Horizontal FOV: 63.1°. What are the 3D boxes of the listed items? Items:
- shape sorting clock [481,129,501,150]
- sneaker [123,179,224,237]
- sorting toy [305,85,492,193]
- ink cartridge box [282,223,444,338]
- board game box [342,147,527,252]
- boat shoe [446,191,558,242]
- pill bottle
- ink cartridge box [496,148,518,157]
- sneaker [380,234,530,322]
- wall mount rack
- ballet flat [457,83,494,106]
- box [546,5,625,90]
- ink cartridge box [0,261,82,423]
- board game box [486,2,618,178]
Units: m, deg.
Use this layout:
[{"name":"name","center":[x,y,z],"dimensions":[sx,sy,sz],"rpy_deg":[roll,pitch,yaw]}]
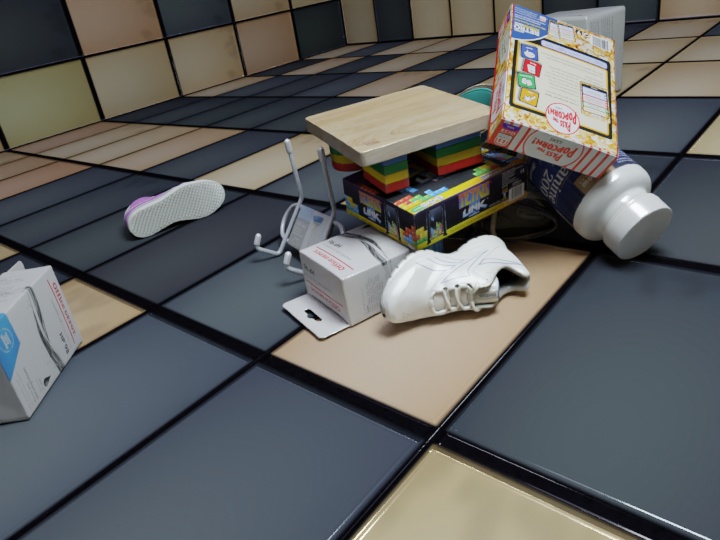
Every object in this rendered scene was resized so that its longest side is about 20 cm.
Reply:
[{"name":"shape sorting clock","center":[0.269,-0.228,0.879],"dimensions":[0.197,0.040,0.200],"rpy_deg":[-25,4,2]},{"name":"sneaker","center":[-0.376,-0.137,1.170],"dimensions":[0.197,0.074,0.114],"rpy_deg":[-22,26,-22]},{"name":"sorting toy","center":[0.052,-0.178,0.796],"dimensions":[0.196,0.071,0.199],"rpy_deg":[-20,32,-17]},{"name":"ink cartridge box","center":[0.000,0.000,0.764],"dimensions":[0.197,0.069,0.115],"rpy_deg":[-25,31,-26]},{"name":"board game box","center":[0.100,-0.114,0.799],"dimensions":[0.198,0.058,0.165],"rpy_deg":[-26,37,-26]},{"name":"boat shoe","center":[0.185,-0.074,0.842],"dimensions":[0.195,0.074,0.065],"rpy_deg":[-1,22,5]},{"name":"pill bottle","center":[0.307,-0.113,0.777],"dimensions":[0.109,0.112,0.202],"rpy_deg":[-18,51,-16]},{"name":"ink cartridge box","center":[0.182,-0.161,0.995],"dimensions":[0.172,0.085,0.201],"rpy_deg":[0,29,21]},{"name":"sneaker","center":[0.114,0.015,0.695],"dimensions":[0.197,0.076,0.087],"rpy_deg":[-21,33,-20]},{"name":"wall mount rack","center":[-0.088,-0.093,0.870],"dimensions":[0.074,0.177,0.199],"rpy_deg":[18,6,-36]},{"name":"ballet flat","center":[0.167,-0.240,0.927],"dimensions":[0.066,0.069,0.199],"rpy_deg":[-21,1,-33]},{"name":"box","center":[0.536,-0.545,1.485],"dimensions":[0.169,0.203,0.199],"rpy_deg":[-25,30,-29]},{"name":"ink cartridge box","center":[-0.411,0.074,0.715],"dimensions":[0.065,0.118,0.201],"rpy_deg":[-9,27,2]},{"name":"board game box","center":[0.242,-0.228,0.734],"dimensions":[0.148,0.046,0.204],"rpy_deg":[16,61,-6]}]
